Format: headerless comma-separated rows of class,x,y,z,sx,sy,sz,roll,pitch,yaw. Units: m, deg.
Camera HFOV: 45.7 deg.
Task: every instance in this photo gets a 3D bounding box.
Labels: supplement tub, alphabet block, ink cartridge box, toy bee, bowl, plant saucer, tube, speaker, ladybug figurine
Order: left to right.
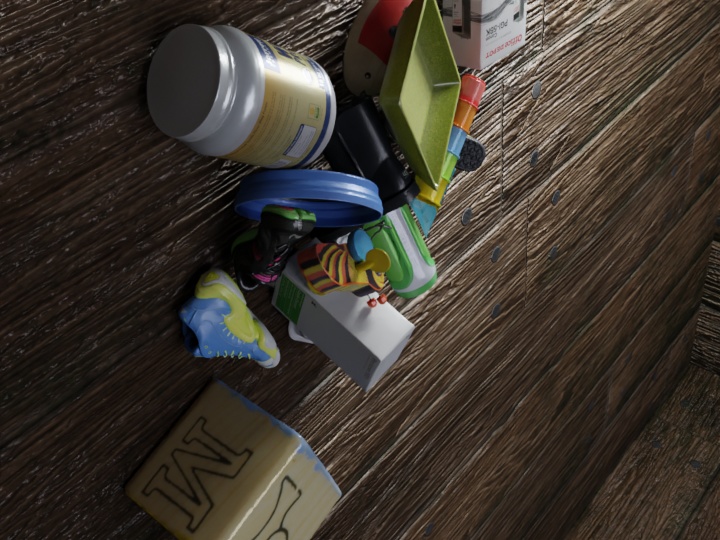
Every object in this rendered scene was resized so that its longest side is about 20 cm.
alphabet block,-0.175,0.315,1.213,0.201,0.194,0.197,-50,141,-21
supplement tub,-0.137,-0.201,1.004,0.198,0.143,0.147,4,107,-54
bowl,-0.068,-0.094,1.125,0.199,0.197,0.040,11,78,-55
toy bee,0.000,0.000,1.160,0.198,0.130,0.111,-22,90,-37
speaker,0.053,-0.058,1.354,0.088,0.087,0.203,-42,120,-29
ladybug figurine,0.050,-0.340,1.239,0.203,0.071,0.136,-61,145,-8
plant saucer,0.081,-0.249,1.186,0.201,0.047,0.204,58,41,-55
tube,0.123,-0.150,1.417,0.078,0.050,0.202,56,43,-32
ink cartridge box,0.202,-0.446,1.374,0.146,0.082,0.204,-36,135,-38

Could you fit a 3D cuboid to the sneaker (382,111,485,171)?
sneaker,0.113,-0.218,1.382,0.197,0.083,0.072,28,105,-22

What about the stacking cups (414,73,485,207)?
stacking cups,0.132,-0.203,1.314,0.060,0.060,0.204,22,89,-56

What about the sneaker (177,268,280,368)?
sneaker,-0.189,0.089,1.182,0.105,0.075,0.202,-41,133,-13

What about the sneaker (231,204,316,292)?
sneaker,-0.111,-0.025,1.107,0.075,0.200,0.086,7,67,-24

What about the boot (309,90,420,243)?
boot,-0.028,-0.147,1.233,0.170,0.198,0.077,58,34,-13

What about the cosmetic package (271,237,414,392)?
cosmetic package,-0.028,0.064,1.240,0.085,0.199,0.108,-39,163,-32

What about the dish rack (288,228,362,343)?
dish rack,-0.026,0.031,1.383,0.170,0.043,0.204,17,94,-55
